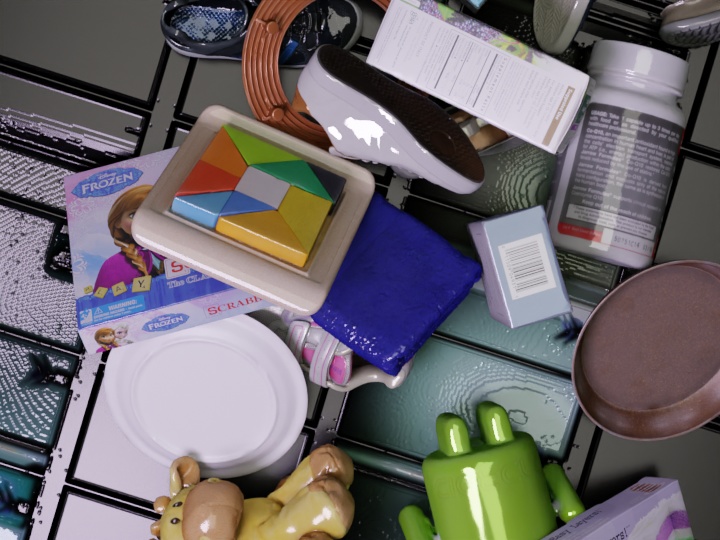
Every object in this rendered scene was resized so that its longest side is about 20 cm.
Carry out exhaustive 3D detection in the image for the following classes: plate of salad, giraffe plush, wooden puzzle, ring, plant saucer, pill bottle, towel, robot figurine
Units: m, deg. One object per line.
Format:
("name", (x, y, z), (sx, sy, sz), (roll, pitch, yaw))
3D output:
("plate of salad", (-0.148, 0.114, 1.489), (0.197, 0.048, 0.202), (2, 121, 4))
("giraffe plush", (-0.114, 0.246, 1.460), (0.161, 0.173, 0.201), (22, 122, -14))
("wooden puzzle", (-0.091, -0.064, 1.411), (0.183, 0.201, 0.037), (24, 133, 0))
("ring", (-0.017, -0.201, 1.491), (0.198, 0.019, 0.203), (-6, 109, -19))
("plant saucer", (0.294, 0.073, 1.497), (0.198, 0.035, 0.202), (-6, 118, -11))
("pill bottle", (0.248, -0.111, 1.488), (0.112, 0.114, 0.203), (14, 91, -1))
("towel", (0.000, 0.000, 1.472), (0.199, 0.050, 0.148), (34, 67, 23))
("robot figurine", (0.127, 0.231, 1.491), (0.173, 0.116, 0.202), (-15, 91, -9))

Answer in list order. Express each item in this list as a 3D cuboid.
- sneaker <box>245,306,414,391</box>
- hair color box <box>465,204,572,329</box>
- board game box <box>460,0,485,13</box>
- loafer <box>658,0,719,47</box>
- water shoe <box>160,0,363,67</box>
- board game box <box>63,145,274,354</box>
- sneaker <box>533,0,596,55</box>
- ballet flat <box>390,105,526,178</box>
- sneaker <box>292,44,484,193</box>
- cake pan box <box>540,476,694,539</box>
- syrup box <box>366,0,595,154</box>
("sneaker", (-0.034, 0.066, 1.487), (0.197, 0.089, 0.082), (3, 128, 0))
("hair color box", (0.145, -0.005, 1.445), (0.060, 0.200, 0.100), (-16, 91, 0))
("board game box", (0.128, -0.375, 1.522), (0.134, 0.034, 0.200), (41, 90, -1))
("loafer", (0.377, -0.281, 1.516), (0.198, 0.075, 0.070), (-23, 80, -5))
("water shoe", (-0.095, -0.234, 1.498), (0.197, 0.079, 0.073), (-4, 91, -1))
("board game box", (-0.175, -0.032, 1.460), (0.198, 0.041, 0.201), (-15, 49, -1))
("sneaker", (0.237, -0.302, 1.512), (0.084, 0.075, 0.202), (10, 108, -34))
("ballet flat", (0.120, -0.142, 1.511), (0.198, 0.064, 0.068), (-24, 95, -1))
("sneaker", (0.025, -0.128, 1.465), (0.199, 0.073, 0.085), (36, 130, -3))
("cake pan box", (0.248, 0.319, 1.471), (0.199, 0.052, 0.186), (-21, 97, -35))
("syrup box", (0.114, -0.185, 1.435), (0.198, 0.079, 0.082), (26, 100, 10))
